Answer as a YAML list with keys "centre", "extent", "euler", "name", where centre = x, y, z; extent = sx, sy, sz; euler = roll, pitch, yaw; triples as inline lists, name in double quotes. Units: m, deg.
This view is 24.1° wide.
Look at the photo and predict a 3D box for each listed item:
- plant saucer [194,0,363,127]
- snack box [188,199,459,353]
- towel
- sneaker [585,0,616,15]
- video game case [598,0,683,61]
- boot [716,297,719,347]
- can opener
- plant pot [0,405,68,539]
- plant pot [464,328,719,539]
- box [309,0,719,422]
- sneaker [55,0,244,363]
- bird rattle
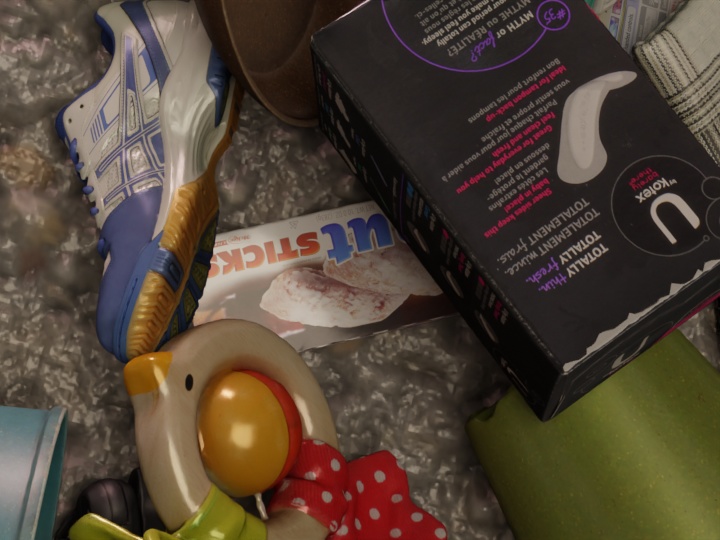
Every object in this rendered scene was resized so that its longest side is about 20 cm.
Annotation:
- centre: [-0.040, -0.175, 0.862]
  extent: [0.036, 0.200, 0.202]
  euler: [4, 85, 23]
  name: "plant saucer"
- centre: [0.000, 0.000, 0.924]
  extent: [0.199, 0.024, 0.072]
  euler: [-13, 87, -14]
  name: "snack box"
- centre: [0.255, -0.100, 0.946]
  extent: [0.200, 0.034, 0.193]
  euler: [-45, 109, -32]
  name: "towel"
- centre: [0.140, -0.204, 0.900]
  extent: [0.199, 0.078, 0.091]
  euler: [-28, 52, -37]
  name: "sneaker"
- centre: [0.127, -0.122, 0.941]
  extent: [0.180, 0.045, 0.201]
  euler: [16, 75, -15]
  name: "video game case"
- centre: [0.294, 0.074, 0.979]
  extent: [0.173, 0.069, 0.201]
  euler: [-12, 80, -14]
  name: "boot"
- centre: [-0.119, 0.203, 0.865]
  extent: [0.078, 0.063, 0.202]
  euler: [-1, 87, -15]
  name: "can opener"
- centre: [-0.245, 0.149, 0.777]
  extent: [0.187, 0.200, 0.202]
  euler: [9, 85, -7]
  name: "plant pot"
- centre: [0.154, 0.126, 0.891]
  extent: [0.199, 0.200, 0.191]
  euler: [-32, 82, -13]
  name: "plant pot"
- centre: [0.080, -0.048, 0.814]
  extent: [0.122, 0.106, 0.200]
  euler: [-34, 75, -9]
  name: "box"
- centre: [-0.117, -0.048, 0.869]
  extent: [0.087, 0.075, 0.201]
  euler: [8, 66, 6]
  name: "sneaker"
- centre: [-0.045, 0.103, 0.838]
  extent: [0.199, 0.112, 0.164]
  euler: [-13, 87, -44]
  name: "bird rattle"
